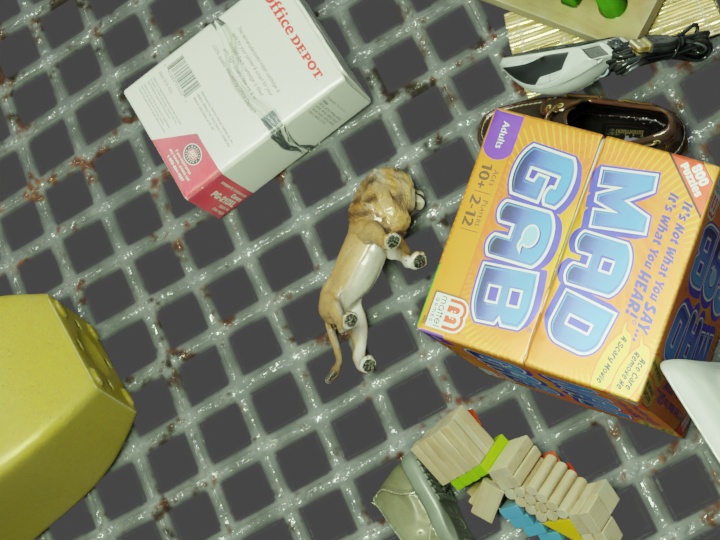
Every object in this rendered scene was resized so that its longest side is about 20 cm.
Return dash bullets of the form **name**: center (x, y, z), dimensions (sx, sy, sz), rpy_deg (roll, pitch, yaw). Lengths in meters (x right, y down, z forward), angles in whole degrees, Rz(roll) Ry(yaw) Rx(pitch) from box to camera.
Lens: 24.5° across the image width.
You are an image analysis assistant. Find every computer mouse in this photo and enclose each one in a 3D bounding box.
- **computer mouse**: center (0.211, -0.185, 1.496), dimensions (0.200, 0.109, 0.044), rpy_deg (-1, 105, 51)

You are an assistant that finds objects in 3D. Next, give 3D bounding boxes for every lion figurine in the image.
- **lion figurine**: center (0.000, 0.000, 1.564), dimensions (0.200, 0.072, 0.122), rpy_deg (-57, 32, 6)

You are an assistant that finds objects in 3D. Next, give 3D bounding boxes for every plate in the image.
- **plate**: center (0.342, 0.148, 1.330), dimensions (0.032, 0.199, 0.200), rpy_deg (-42, 65, 27)

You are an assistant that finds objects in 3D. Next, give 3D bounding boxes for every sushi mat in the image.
- **sushi mat**: center (0.238, -0.234, 1.567), dimensions (0.199, 0.012, 0.096), rpy_deg (-18, 71, 15)

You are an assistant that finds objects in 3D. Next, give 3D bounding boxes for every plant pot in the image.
- **plant pot**: center (-0.338, 0.132, 1.600), dimensions (0.200, 0.196, 0.195), rpy_deg (-34, 67, 3)

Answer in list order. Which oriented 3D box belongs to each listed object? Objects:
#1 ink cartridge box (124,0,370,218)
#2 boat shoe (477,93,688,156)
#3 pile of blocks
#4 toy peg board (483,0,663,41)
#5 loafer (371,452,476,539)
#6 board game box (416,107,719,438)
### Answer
- **ink cartridge box**: center (-0.111, -0.173, 1.643), dimensions (0.200, 0.084, 0.145), rpy_deg (-36, 67, 10)
- **boat shoe**: center (0.200, -0.132, 1.526), dimensions (0.199, 0.070, 0.071), rpy_deg (0, 76, 22)
- **pile of blocks**: center (0.146, 0.186, 1.478), dimensions (0.200, 0.082, 0.062), rpy_deg (31, 45, 12)
- **toy peg board**: center (0.205, -0.337, 1.550), dimensions (0.199, 0.098, 0.200), rpy_deg (26, 84, 26)
- **loafer**: center (0.071, 0.261, 1.478), dimensions (0.070, 0.075, 0.200), rpy_deg (-35, 58, 15)
- **board game box**: center (0.198, 0.006, 1.418), dimensions (0.199, 0.200, 0.201), rpy_deg (17, 83, 24)
